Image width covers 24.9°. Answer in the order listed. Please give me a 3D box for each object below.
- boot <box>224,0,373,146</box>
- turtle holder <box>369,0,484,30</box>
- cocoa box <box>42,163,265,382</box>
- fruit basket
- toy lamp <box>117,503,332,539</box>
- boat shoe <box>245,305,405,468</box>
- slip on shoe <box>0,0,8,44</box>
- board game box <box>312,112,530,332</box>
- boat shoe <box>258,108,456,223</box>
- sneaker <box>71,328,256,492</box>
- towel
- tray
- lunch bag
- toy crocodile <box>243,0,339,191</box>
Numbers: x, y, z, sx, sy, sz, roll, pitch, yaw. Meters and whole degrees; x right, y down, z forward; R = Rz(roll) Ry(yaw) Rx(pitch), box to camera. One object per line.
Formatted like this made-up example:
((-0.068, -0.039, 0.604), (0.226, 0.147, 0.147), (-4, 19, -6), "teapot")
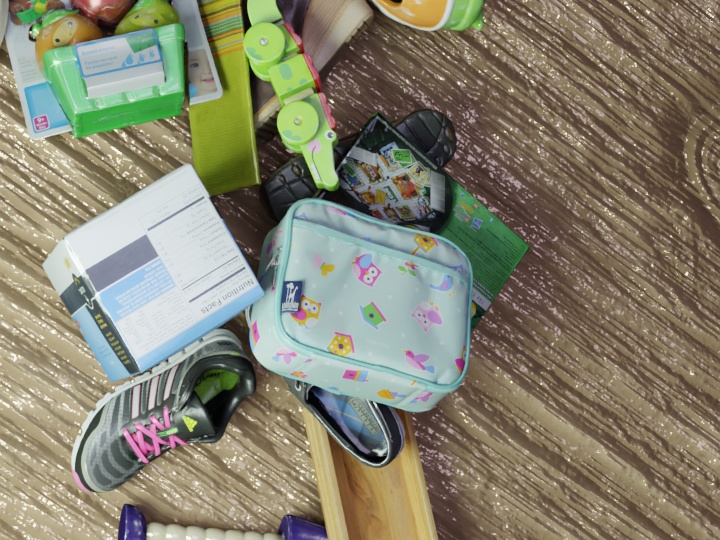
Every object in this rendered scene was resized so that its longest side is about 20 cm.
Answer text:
((-0.103, -0.231, 1.561), (0.166, 0.072, 0.200), (41, 88, 10), "boot")
((0.062, -0.324, 1.566), (0.130, 0.141, 0.188), (-1, 86, -14), "turtle holder")
((-0.186, 0.008, 1.431), (0.133, 0.200, 0.132), (-32, 93, -17), "cocoa box")
((-0.237, -0.233, 1.500), (0.183, 0.094, 0.202), (-13, 82, -12), "fruit basket")
((-0.121, 0.249, 1.497), (0.197, 0.058, 0.059), (6, 83, -15), "toy lamp")
((-0.034, 0.099, 1.472), (0.070, 0.066, 0.201), (-36, 94, 11), "boat shoe")
((-0.377, -0.196, 1.463), (0.075, 0.060, 0.202), (16, 83, 31), "slip on shoe")
((0.058, -0.044, 1.527), (0.200, 0.023, 0.105), (41, 75, -14), "board game box")
((-0.004, -0.096, 1.559), (0.198, 0.074, 0.076), (-21, 101, -17), "boat shoe")
((-0.173, 0.132, 1.472), (0.199, 0.087, 0.074), (-38, 120, -17), "sneaker")
((-0.135, -0.173, 1.527), (0.018, 0.086, 0.203), (-2, 84, -45), "towel")
((0.014, 0.218, 1.518), (0.098, 0.037, 0.202), (-4, 70, -27), "tray")
((0.002, 0.026, 1.439), (0.198, 0.077, 0.162), (18, 62, -19), "lunch bag")
((-0.059, -0.167, 1.476), (0.061, 0.068, 0.202), (-23, 81, -1), "toy crocodile")
